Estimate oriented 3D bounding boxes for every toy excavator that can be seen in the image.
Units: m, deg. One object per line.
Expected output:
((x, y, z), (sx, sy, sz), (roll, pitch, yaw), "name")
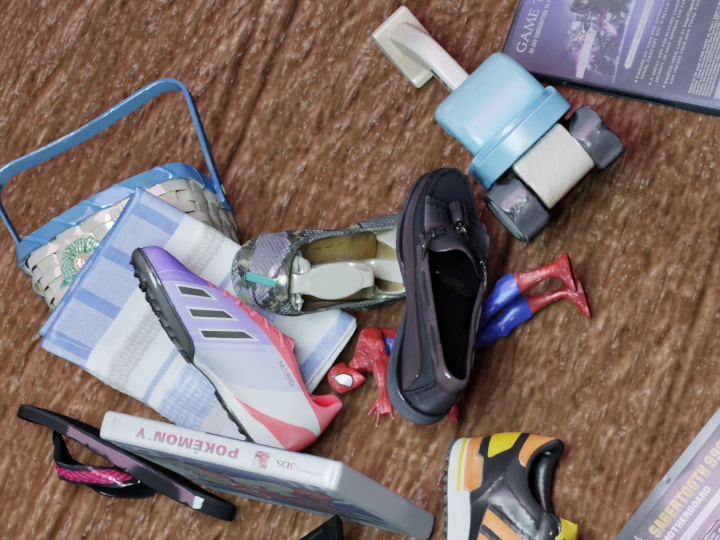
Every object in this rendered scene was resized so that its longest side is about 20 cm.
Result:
((0.091, -0.126, 1.776), (0.100, 0.194, 0.200), (-42, 89, -1), "toy excavator")

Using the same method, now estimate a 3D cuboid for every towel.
((-0.118, 0.046, 1.741), (0.147, 0.199, 0.024), (-54, 17, 14), "towel")

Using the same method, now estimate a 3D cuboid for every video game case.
((-0.062, 0.146, 1.669), (0.181, 0.200, 0.023), (10, 78, 23), "video game case")
((0.218, -0.198, 1.817), (0.199, 0.019, 0.144), (13, 73, 25), "video game case")

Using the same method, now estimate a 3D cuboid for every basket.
((-0.177, -0.034, 1.820), (0.176, 0.139, 0.201), (-30, 60, 6), "basket")

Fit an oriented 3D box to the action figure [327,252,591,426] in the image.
((0.072, 0.067, 1.730), (0.199, 0.065, 0.099), (-19, 54, 11), "action figure")

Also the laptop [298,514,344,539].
((-0.045, 0.316, 1.672), (0.187, 0.116, 0.200), (-36, 32, 21), "laptop")

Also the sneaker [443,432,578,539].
((0.109, 0.205, 1.656), (0.090, 0.070, 0.201), (-11, 63, 19), "sneaker")

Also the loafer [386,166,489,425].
((0.065, 0.011, 1.678), (0.063, 0.072, 0.201), (-36, 40, 51), "loafer")

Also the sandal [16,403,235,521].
((-0.186, 0.153, 1.787), (0.199, 0.075, 0.045), (26, 90, 24), "sandal")

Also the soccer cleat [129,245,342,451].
((-0.091, 0.050, 1.702), (0.073, 0.200, 0.068), (-36, 23, -3), "soccer cleat")

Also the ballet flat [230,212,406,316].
((0.000, 0.000, 1.723), (0.072, 0.200, 0.073), (10, 104, 48), "ballet flat")

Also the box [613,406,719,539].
((0.269, 0.192, 1.617), (0.158, 0.048, 0.200), (36, 83, 29), "box")
